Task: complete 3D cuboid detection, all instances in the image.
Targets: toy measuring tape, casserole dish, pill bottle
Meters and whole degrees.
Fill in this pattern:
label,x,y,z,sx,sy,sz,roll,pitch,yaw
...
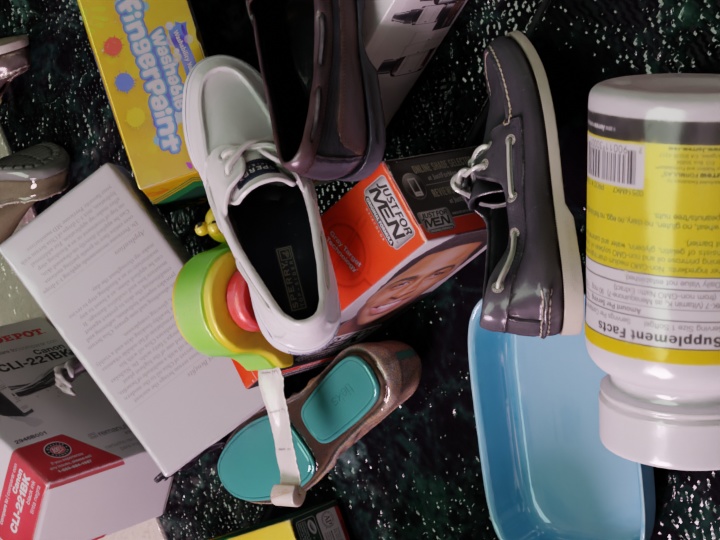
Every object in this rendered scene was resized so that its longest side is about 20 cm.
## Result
label,x,y,z,sx,sy,sz,roll,pitch,yaw
toy measuring tape,-0.079,0.058,0.956,0.073,0.073,0.202,-6,94,42
casserole dish,0.130,0.097,0.938,0.121,0.039,0.201,-1,100,42
pill bottle,0.179,-0.002,0.818,0.114,0.114,0.201,10,108,40

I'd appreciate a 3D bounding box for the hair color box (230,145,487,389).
label,x,y,z,sx,sy,sz,roll,pitch,yaw
hair color box,0.000,0.000,0.988,0.200,0.101,0.061,-41,71,40

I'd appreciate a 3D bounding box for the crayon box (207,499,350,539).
label,x,y,z,sx,sy,sz,roll,pitch,yaw
crayon box,-0.057,0.292,1.140,0.172,0.058,0.201,-25,83,44

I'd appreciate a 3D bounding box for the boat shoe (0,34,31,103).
label,x,y,z,sx,sy,sz,roll,pitch,yaw
boat shoe,-0.335,-0.155,1.276,0.199,0.072,0.060,-7,101,46

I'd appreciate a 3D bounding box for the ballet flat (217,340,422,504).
label,x,y,z,sx,sy,sz,roll,pitch,yaw
ballet flat,-0.024,0.108,1.059,0.200,0.067,0.068,-36,81,42

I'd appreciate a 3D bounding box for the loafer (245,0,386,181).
label,x,y,z,sx,sy,sz,roll,pitch,yaw
loafer,-0.037,-0.150,0.896,0.072,0.063,0.201,-23,77,46

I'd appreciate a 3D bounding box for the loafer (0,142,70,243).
label,x,y,z,sx,sy,sz,roll,pitch,yaw
loafer,-0.305,-0.058,1.278,0.199,0.075,0.070,-10,106,47

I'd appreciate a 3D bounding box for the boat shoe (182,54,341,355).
label,x,y,z,sx,sy,sz,roll,pitch,yaw
boat shoe,-0.057,-0.050,0.908,0.065,0.073,0.201,96,151,-73

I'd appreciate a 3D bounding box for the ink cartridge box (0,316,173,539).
label,x,y,z,sx,sy,sz,roll,pitch,yaw
ink cartridge box,-0.267,0.132,1.231,0.200,0.144,0.084,34,120,31

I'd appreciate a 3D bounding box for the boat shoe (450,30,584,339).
label,x,y,z,sx,sy,sz,roll,pitch,yaw
boat shoe,0.085,-0.054,0.875,0.073,0.062,0.201,84,179,-63

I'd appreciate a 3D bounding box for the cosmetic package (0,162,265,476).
label,x,y,z,sx,sy,sz,roll,pitch,yaw
cosmetic package,-0.153,0.033,1.066,0.101,0.071,0.200,-36,90,1

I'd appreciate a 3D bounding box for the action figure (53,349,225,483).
label,x,y,z,sx,sy,sz,roll,pitch,yaw
action figure,-0.177,0.057,1.163,0.201,0.102,0.119,58,142,13

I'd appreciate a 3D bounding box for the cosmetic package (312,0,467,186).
label,x,y,z,sx,sy,sz,roll,pitch,yaw
cosmetic package,0.003,-0.139,0.965,0.051,0.082,0.200,51,129,22

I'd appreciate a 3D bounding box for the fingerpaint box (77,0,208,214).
label,x,y,z,sx,sy,sz,roll,pitch,yaw
fingerpaint box,-0.144,-0.149,1.039,0.167,0.073,0.201,131,121,-86
